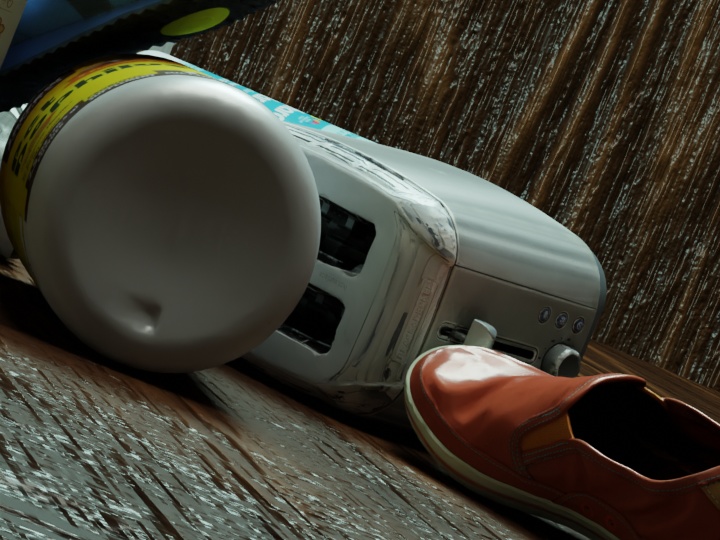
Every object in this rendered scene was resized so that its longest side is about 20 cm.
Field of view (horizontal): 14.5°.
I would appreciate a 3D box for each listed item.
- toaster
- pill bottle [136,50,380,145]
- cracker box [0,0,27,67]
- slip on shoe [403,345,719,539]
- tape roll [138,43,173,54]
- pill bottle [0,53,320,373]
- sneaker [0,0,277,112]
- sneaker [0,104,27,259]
[{"bbox_3d":[0.000,0.000,1.250,0.199,0.114,0.129,29,8,37],"label":"toaster"},{"bbox_3d":[-0.046,-0.029,1.470,0.199,0.111,0.111,23,2,11],"label":"pill bottle"},{"bbox_3d":[-0.198,-0.128,1.147,0.133,0.201,0.058,24,4,33],"label":"cracker box"},{"bbox_3d":[0.089,0.063,1.085,0.074,0.062,0.200,-19,29,-31],"label":"slip on shoe"},{"bbox_3d":[-0.215,-0.165,1.798,0.138,0.204,0.203,24,3,16],"label":"tape roll"},{"bbox_3d":[-0.084,-0.028,1.109,0.109,0.110,0.200,22,2,-14],"label":"pill bottle"},{"bbox_3d":[-0.109,-0.124,1.161,0.199,0.079,0.066,-18,-11,24],"label":"sneaker"},{"bbox_3d":[-0.183,-0.056,1.310,0.090,0.067,0.200,25,4,-10],"label":"sneaker"}]
